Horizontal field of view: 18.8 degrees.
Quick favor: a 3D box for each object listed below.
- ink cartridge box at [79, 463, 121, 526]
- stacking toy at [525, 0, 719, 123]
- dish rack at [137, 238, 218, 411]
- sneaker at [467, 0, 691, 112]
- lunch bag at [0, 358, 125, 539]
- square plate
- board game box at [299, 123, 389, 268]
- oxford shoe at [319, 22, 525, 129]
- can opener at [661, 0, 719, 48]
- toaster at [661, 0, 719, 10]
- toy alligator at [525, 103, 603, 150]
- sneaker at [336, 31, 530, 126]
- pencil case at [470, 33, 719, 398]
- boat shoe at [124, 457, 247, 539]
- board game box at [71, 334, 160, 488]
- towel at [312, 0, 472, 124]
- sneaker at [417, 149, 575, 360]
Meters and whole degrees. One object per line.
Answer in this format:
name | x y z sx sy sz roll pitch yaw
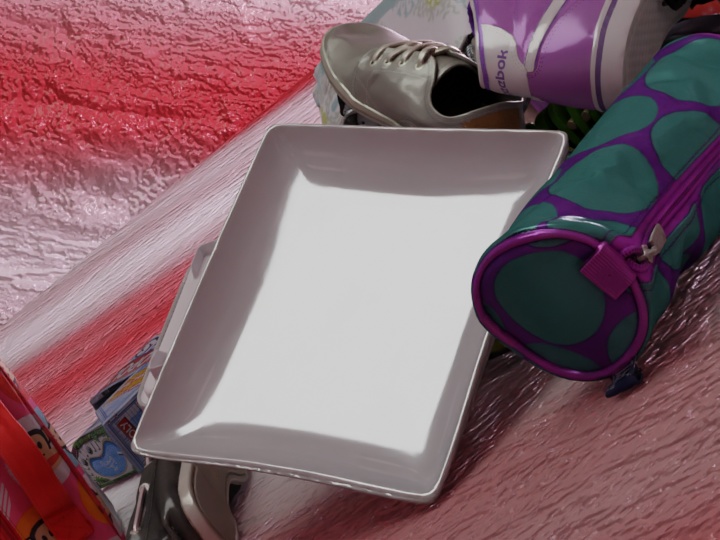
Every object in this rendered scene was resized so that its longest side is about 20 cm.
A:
ink cartridge box | -0.277 0.173 1.419 0.200 0.145 0.084 -40 10 -7
stacking toy | 0.175 -0.151 1.423 0.085 0.086 0.200 -45 16 -30
dish rack | -0.063 0.022 1.408 0.171 0.044 0.200 -20 27 22
sneaker | 0.122 -0.163 1.220 0.113 0.073 0.201 5 36 24
lunch bag | -0.212 0.116 1.284 0.082 0.201 0.176 -37 8 -17
square plate | -0.003 0.018 1.087 0.197 0.028 0.201 4 63 39
board game box | 0.000 0.000 1.257 0.200 0.034 0.127 -61 -14 -55
oxford shoe | 0.039 -0.109 1.259 0.075 0.058 0.200 -17 35 -21
can opener | 0.176 -0.157 1.316 0.078 0.064 0.199 -12 15 -37
toaster | 0.266 -0.198 1.171 0.199 0.114 0.129 -28 11 34
toy alligator | 0.124 -0.079 1.335 0.200 0.054 0.059 -30 13 44
sneaker | 0.045 -0.113 1.351 0.075 0.115 0.201 -65 -2 -63
pencil case | 0.132 -0.031 0.997 0.092 0.085 0.200 -22 18 42
boat shoe | -0.104 0.122 1.240 0.057 0.067 0.200 -33 14 7
board game box | -0.130 0.082 1.534 0.200 0.062 0.200 -28 14 49
towel | 0.037 -0.109 1.514 0.048 0.172 0.200 7 -28 -32
sneaker | 0.112 -0.040 1.120 0.200 0.081 0.074 -40 10 -5
